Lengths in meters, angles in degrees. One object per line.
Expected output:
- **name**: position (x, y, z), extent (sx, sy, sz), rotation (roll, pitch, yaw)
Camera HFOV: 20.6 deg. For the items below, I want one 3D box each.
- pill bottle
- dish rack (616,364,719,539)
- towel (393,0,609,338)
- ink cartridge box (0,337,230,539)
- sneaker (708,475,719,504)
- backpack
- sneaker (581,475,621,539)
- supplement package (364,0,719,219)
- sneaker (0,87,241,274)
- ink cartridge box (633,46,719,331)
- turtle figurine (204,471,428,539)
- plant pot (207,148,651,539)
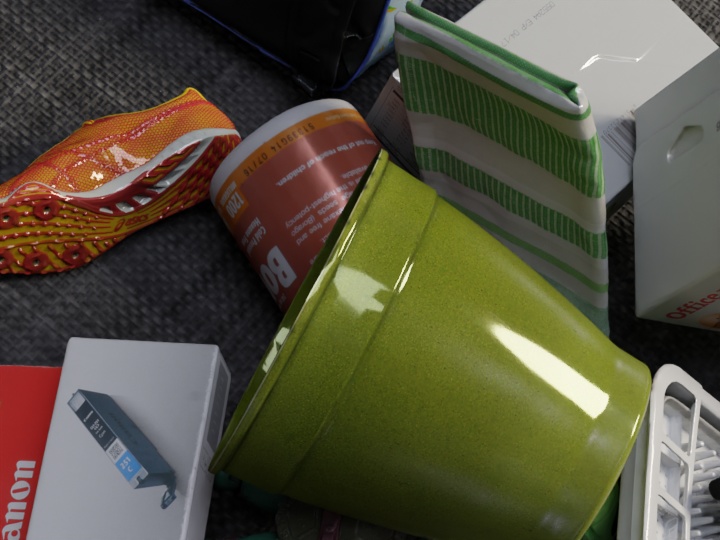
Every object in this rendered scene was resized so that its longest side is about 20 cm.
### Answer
- **pill bottle**: position (0.000, 0.000, 1.246), extent (0.112, 0.112, 0.200), rotation (-26, 72, -24)
- **dish rack**: position (0.208, 0.168, 1.199), extent (0.200, 0.044, 0.172), rotation (36, 51, -41)
- **towel**: position (0.085, -0.056, 1.202), extent (0.153, 0.200, 0.023), rotation (30, 56, 32)
- **ink cartridge box**: position (-0.176, 0.136, 1.139), extent (0.176, 0.045, 0.200), rotation (2, 61, 11)
- **sneaker**: position (0.238, 0.175, 1.155), extent (0.115, 0.075, 0.200), rotation (40, 52, -16)
- **backpack**: position (-0.020, -0.249, 1.318), extent (0.183, 0.200, 0.147), rotation (35, 41, 7)
- **sneaker**: position (0.130, 0.094, 1.261), extent (0.077, 0.084, 0.200), rotation (-20, 48, 19)
- **supplement package**: position (0.125, -0.105, 1.326), extent (0.156, 0.111, 0.200), rotation (46, 63, 7)
- **sneaker**: position (-0.174, -0.055, 1.269), extent (0.200, 0.073, 0.077), rotation (-22, 46, -24)
- **ink cartridge box**: position (0.286, -0.041, 1.215), extent (0.200, 0.147, 0.145), rotation (10, 69, -18)
- **turtle figurine**: position (-0.017, 0.158, 1.173), extent (0.200, 0.101, 0.150), rotation (11, 50, 3)
- **plant pot**: position (0.047, 0.067, 1.093), extent (0.193, 0.200, 0.200), rotation (29, 61, -3)
